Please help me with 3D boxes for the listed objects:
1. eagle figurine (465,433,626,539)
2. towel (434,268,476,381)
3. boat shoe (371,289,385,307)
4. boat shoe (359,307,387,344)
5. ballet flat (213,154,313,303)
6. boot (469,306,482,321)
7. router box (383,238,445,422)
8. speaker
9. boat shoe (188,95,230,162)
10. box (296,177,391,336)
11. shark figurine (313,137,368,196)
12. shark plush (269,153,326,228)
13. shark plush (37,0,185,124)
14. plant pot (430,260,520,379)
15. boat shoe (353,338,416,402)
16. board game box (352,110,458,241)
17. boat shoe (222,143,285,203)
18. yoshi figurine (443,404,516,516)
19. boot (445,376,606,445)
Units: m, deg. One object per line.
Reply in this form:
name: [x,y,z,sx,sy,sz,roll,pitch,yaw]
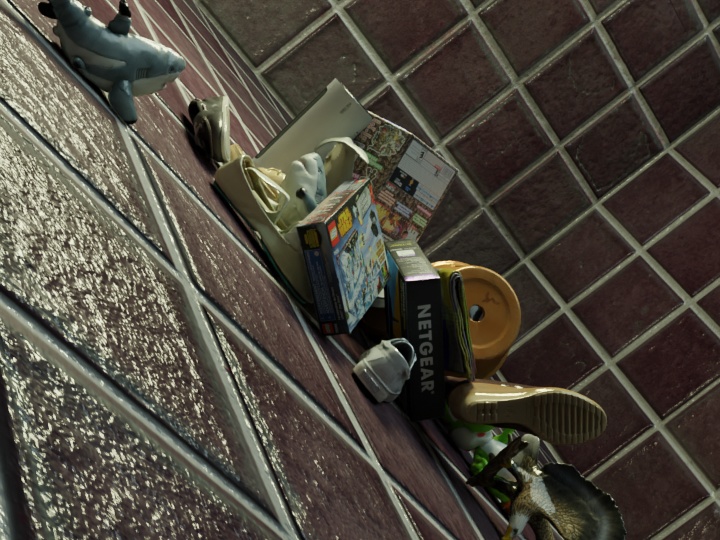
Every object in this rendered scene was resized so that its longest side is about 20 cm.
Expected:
eagle figurine: [0.239,0.321,1.701,0.200,0.151,0.152,42,-6,2]
towel: [0.109,0.068,1.707,0.200,0.023,0.144,-170,-110,-77]
boat shoe: [0.000,0.000,1.747,0.071,0.070,0.200,44,17,31]
boat shoe: [0.009,0.046,1.874,0.068,0.072,0.200,46,-2,-26]
ballet flat: [-0.100,-0.054,1.541,0.200,0.069,0.069,53,5,6]
boot: [0.171,0.142,2.011,0.158,0.211,0.079,42,-33,-5]
router box: [0.070,0.076,1.696,0.149,0.051,0.201,-118,-157,-67]
speaker: [-0.079,-0.174,1.820,0.081,0.200,0.081,46,6,-6]
boat shoe: [-0.200,-0.185,1.691,0.200,0.057,0.067,-105,-168,-69]
box: [-0.017,-0.020,1.562,0.200,0.040,0.137,-50,130,-66]
shark figurine: [-0.022,-0.124,1.745,0.089,0.128,0.215,39,-39,3]
shark plush: [-0.047,-0.043,1.614,0.083,0.091,0.200,-33,99,-44]
shark plush: [-0.259,-0.241,1.288,0.200,0.083,0.091,48,6,-41]
plant pot: [0.145,0.074,1.885,0.200,0.200,0.140,52,-20,-1]
boat shoe: [0.037,0.114,1.582,0.072,0.068,0.200,52,4,10]
board game box: [0.027,-0.106,1.889,0.097,0.200,0.159,31,1,34]
boat shoe: [-0.113,-0.097,1.701,0.200,0.069,0.074,54,5,20]
yoshi figurine: [0.199,0.256,1.882,0.200,0.112,0.112,50,11,6]
boot: [0.207,0.170,1.685,0.199,0.073,0.166,8,6,-9]
